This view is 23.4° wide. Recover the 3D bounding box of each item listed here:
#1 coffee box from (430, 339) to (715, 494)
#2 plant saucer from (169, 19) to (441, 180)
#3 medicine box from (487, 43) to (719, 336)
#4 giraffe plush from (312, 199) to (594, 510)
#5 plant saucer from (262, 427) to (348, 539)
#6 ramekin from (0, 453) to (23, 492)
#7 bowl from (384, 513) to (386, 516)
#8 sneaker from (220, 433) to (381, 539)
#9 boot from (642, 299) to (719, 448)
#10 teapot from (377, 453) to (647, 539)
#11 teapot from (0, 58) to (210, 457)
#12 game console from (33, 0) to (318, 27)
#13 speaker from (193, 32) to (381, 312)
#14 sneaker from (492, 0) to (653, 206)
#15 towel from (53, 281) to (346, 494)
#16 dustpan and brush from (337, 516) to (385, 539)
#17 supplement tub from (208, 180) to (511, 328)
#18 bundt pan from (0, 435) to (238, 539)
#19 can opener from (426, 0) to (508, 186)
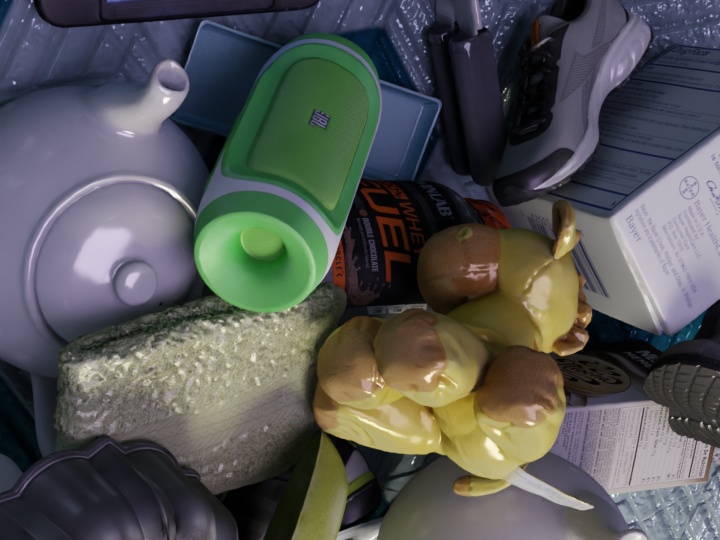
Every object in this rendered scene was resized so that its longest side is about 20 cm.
[{"bbox_3d":[0.164,0.114,1.327,0.199,0.113,0.080,-3,110,-30],"label":"coffee box"},{"bbox_3d":[-0.037,-0.110,1.178,0.199,0.019,0.070,15,101,-34],"label":"plant saucer"},{"bbox_3d":[0.225,-0.065,1.239,0.200,0.182,0.103,-35,112,-14],"label":"medicine box"},{"bbox_3d":[0.082,0.037,1.085,0.200,0.172,0.163,31,62,-28],"label":"giraffe plush"},{"bbox_3d":[-0.049,0.200,1.111,0.031,0.200,0.201,21,99,-4],"label":"plant saucer"},{"bbox_3d":[-0.269,0.196,1.052,0.097,0.200,0.201,11,103,-32],"label":"ramekin"},{"bbox_3d":[0.105,0.256,1.355,0.200,0.105,0.202,-11,114,-27],"label":"bowl"},{"bbox_3d":[-0.080,0.177,1.251,0.199,0.072,0.083,-28,82,-8],"label":"sneaker"},{"bbox_3d":[0.254,0.042,1.225,0.200,0.069,0.132,58,52,-71],"label":"boot"},{"bbox_3d":[0.091,0.227,1.177,0.196,0.146,0.201,5,115,9],"label":"teapot"},{"bbox_3d":[-0.163,-0.008,1.068,0.197,0.146,0.200,-38,124,-12],"label":"teapot"},{"bbox_3d":[-0.087,-0.226,1.042,0.199,0.119,0.173,-8,113,-27],"label":"game console"},{"bbox_3d":[-0.041,-0.065,1.065,0.088,0.200,0.089,7,129,9],"label":"speaker"},{"bbox_3d":[0.133,-0.125,1.217,0.079,0.074,0.201,43,55,-23],"label":"sneaker"},{"bbox_3d":[-0.098,0.082,1.050,0.199,0.036,0.149,-14,127,-37],"label":"towel"},{"bbox_3d":[-0.050,0.257,1.281,0.200,0.057,0.139,-36,165,24],"label":"dustpan and brush"},{"bbox_3d":[0.000,0.000,1.180,0.199,0.122,0.123,-2,110,-30],"label":"supplement tub"},{"bbox_3d":[-0.141,0.202,0.984,0.201,0.076,0.203,-19,121,-36],"label":"bundt pan"},{"bbox_3d":[0.080,-0.157,1.206,0.066,0.053,0.201,-20,118,-23],"label":"can opener"}]
